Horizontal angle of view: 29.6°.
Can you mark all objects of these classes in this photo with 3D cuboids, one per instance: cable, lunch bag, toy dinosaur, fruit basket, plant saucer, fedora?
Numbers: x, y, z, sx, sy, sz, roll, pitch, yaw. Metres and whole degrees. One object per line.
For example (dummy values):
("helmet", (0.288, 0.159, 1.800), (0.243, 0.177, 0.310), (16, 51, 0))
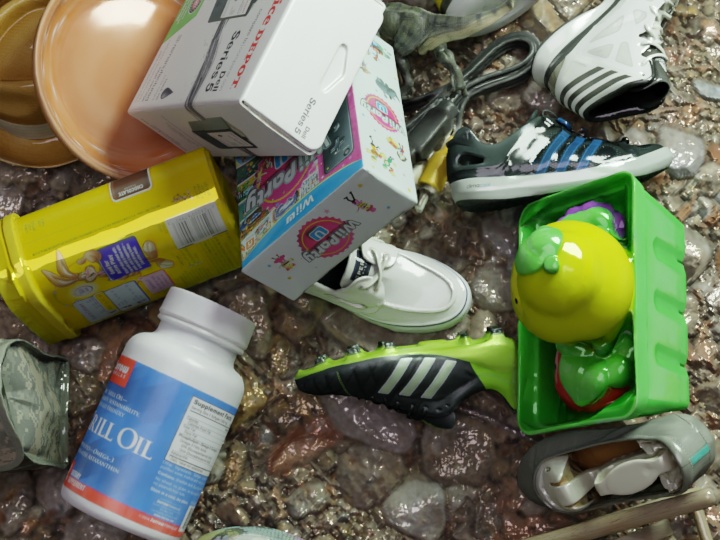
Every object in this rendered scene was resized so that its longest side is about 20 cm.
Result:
("cable", (0.079, -0.145, 1.239), (0.097, 0.050, 0.200), (34, 72, 28))
("lunch bag", (-0.347, 0.114, 1.143), (0.162, 0.200, 0.119), (-3, 78, 5))
("toy dinosaur", (0.056, -0.194, 1.195), (0.199, 0.047, 0.089), (13, 113, 46))
("fruit basket", (0.170, 0.023, 1.089), (0.214, 0.155, 0.218), (11, 72, -36))
("plant saucer", (-0.200, -0.179, 1.223), (0.199, 0.037, 0.202), (-1, 92, -30))
("fedora", (-0.297, -0.194, 1.257), (0.199, 0.082, 0.202), (-1, 78, 7))

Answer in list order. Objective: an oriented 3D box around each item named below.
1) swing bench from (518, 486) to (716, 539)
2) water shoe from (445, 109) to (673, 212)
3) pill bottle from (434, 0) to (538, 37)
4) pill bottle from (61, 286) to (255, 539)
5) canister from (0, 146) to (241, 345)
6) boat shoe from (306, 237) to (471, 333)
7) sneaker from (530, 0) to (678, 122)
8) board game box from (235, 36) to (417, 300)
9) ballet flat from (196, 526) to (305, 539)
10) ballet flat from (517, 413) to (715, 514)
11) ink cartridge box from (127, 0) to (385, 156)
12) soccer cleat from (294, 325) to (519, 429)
("swing bench", (0.212, 0.295, 1.084), (0.198, 0.130, 0.201), (-17, 78, 8))
("water shoe", (0.173, -0.104, 1.180), (0.198, 0.072, 0.080), (-9, 84, -7))
("pill bottle", (0.084, -0.321, 1.225), (0.112, 0.112, 0.201), (-30, 78, 0))
("pill bottle", (-0.167, 0.121, 1.166), (0.111, 0.112, 0.201), (21, 81, 10))
("canister", (-0.203, -0.021, 1.181), (0.199, 0.149, 0.087), (-21, 68, 0))
("boat shoe", (0.000, 0.000, 1.194), (0.199, 0.066, 0.072), (21, 82, 10))
("sneaker", (0.255, -0.204, 1.185), (0.200, 0.076, 0.116), (-43, 53, 6))
("board game box", (-0.034, -0.098, 1.144), (0.147, 0.064, 0.201), (-38, 40, 28))
("ballet flat", (-0.057, 0.259, 1.147), (0.198, 0.071, 0.070), (12, 81, 9))
("ballet flat", (0.188, 0.160, 1.087), (0.199, 0.064, 0.068), (-25, 97, 44))
("ink cartridge box", (-0.091, -0.176, 1.146), (0.084, 0.199, 0.146), (34, 74, -32))
("soccer cleat", (0.043, 0.099, 1.174), (0.198, 0.068, 0.082), (-7, 91, 5))
